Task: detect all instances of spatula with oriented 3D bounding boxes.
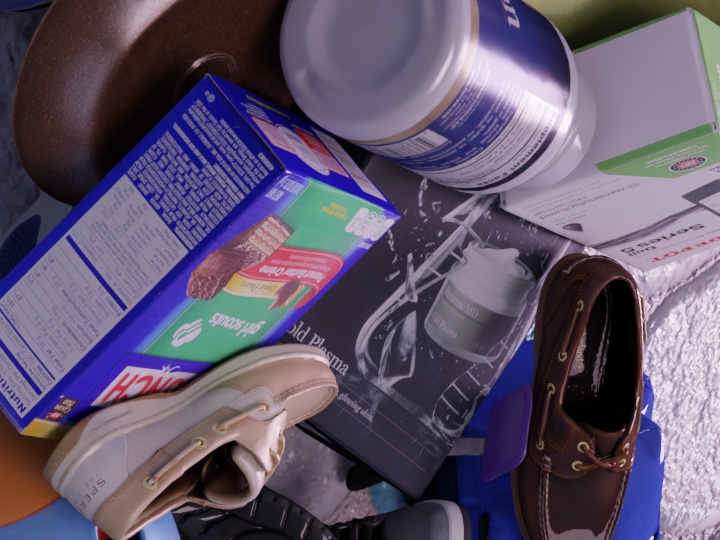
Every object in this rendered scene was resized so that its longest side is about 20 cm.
[{"bbox_3d":[0.049,0.115,1.559,0.020,0.200,0.057,25,62,-31],"label":"spatula"}]

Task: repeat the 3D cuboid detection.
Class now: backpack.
[{"bbox_3d":[0.119,0.170,1.646,0.162,0.168,0.201,-10,118,-23],"label":"backpack"}]

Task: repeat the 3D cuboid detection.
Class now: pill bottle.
[{"bbox_3d":[0.051,-0.105,1.331,0.200,0.111,0.112,21,96,-58],"label":"pill bottle"}]

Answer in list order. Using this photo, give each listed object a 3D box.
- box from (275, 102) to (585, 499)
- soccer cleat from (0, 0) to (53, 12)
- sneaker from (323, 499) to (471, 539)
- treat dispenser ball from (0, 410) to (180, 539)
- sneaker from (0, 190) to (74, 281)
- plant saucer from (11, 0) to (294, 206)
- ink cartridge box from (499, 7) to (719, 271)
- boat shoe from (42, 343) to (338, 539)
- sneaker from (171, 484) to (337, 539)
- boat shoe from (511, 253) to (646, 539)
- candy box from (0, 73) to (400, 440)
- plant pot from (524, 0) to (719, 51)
[{"bbox_3d":[0.000,0.000,1.501,0.200,0.124,0.197,39,81,-43],"label":"box"},{"bbox_3d":[-0.126,-0.169,1.348,0.199,0.076,0.067,-4,112,-39],"label":"soccer cleat"},{"bbox_3d":[-0.031,0.184,1.539,0.120,0.200,0.084,17,55,-32],"label":"sneaker"},{"bbox_3d":[-0.197,0.174,1.360,0.200,0.201,0.202,-17,120,-33],"label":"treat dispenser ball"},{"bbox_3d":[-0.130,-0.031,1.405,0.115,0.080,0.200,18,96,-41],"label":"sneaker"},{"bbox_3d":[-0.091,-0.106,1.295,0.200,0.037,0.201,-31,145,-25],"label":"plant saucer"},{"bbox_3d":[0.187,-0.075,1.497,0.200,0.145,0.085,19,56,-56],"label":"ink cartridge box"},{"bbox_3d":[-0.079,0.098,1.320,0.199,0.069,0.074,-21,153,-43],"label":"boat shoe"},{"bbox_3d":[-0.072,0.154,1.479,0.073,0.082,0.200,-44,95,-3],"label":"sneaker"},{"bbox_3d":[0.137,0.091,1.500,0.070,0.070,0.201,-3,100,-21],"label":"boat shoe"},{"bbox_3d":[-0.096,0.004,1.308,0.200,0.077,0.169,-44,160,11],"label":"candy box"},{"bbox_3d":[0.147,-0.196,1.508,0.189,0.200,0.201,-16,120,-19],"label":"plant pot"}]
